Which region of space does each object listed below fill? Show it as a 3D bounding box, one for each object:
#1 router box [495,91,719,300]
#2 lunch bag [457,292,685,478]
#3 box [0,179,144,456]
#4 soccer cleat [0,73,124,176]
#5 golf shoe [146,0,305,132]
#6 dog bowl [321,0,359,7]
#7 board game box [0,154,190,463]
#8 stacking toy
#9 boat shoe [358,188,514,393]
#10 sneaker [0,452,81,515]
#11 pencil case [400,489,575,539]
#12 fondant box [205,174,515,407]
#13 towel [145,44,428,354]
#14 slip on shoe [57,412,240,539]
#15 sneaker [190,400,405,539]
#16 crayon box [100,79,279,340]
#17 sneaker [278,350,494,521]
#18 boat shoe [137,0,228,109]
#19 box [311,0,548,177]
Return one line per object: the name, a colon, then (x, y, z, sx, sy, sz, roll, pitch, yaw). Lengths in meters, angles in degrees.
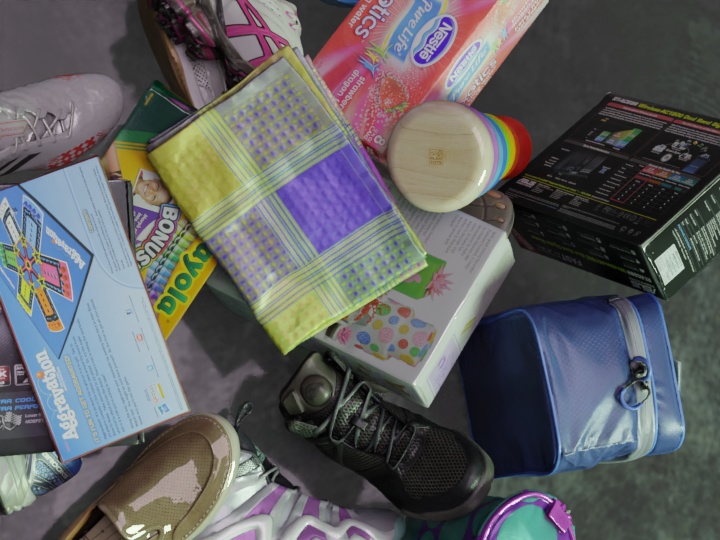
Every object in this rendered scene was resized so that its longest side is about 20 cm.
router box: (0.227, -0.065, 1.547, 0.150, 0.200, 0.062, -41, 122, -17)
lunch bag: (0.176, 0.089, 1.507, 0.132, 0.200, 0.136, -8, 87, -20)
box: (-0.263, 0.035, 1.381, 0.200, 0.050, 0.199, -3, 94, -17)
soccer cleat: (-0.273, -0.107, 1.462, 0.200, 0.085, 0.069, -19, 88, -18)
golf shoe: (-0.072, -0.171, 1.464, 0.092, 0.073, 0.200, -40, 85, -18)
dog bowl: (-0.032, -0.308, 1.582, 0.111, 0.050, 0.200, -34, 92, -18)
board game box: (-0.204, 0.028, 1.364, 0.103, 0.019, 0.200, -21, 100, -18)
stacking toy: (0.093, -0.095, 1.509, 0.085, 0.200, 0.086, 3, 97, 22)
boat shoe: (0.067, 0.025, 1.543, 0.074, 0.073, 0.200, 29, 70, 25)
sneaker: (-0.269, 0.080, 1.449, 0.085, 0.077, 0.200, -18, 97, -23)
pencil case: (0.098, 0.212, 1.466, 0.092, 0.200, 0.085, -30, 94, -18)
fondant box: (0.000, 0.000, 1.493, 0.200, 0.058, 0.144, 25, 73, 23)
towel: (-0.055, -0.052, 1.419, 0.144, 0.023, 0.200, -31, 101, 3)
slip on shoe: (-0.173, 0.187, 1.428, 0.200, 0.061, 0.076, -42, 71, 4)
sneaker: (-0.067, 0.170, 1.488, 0.200, 0.078, 0.140, -8, 85, -18)
crayon box: (-0.165, -0.032, 1.460, 0.119, 0.058, 0.200, 33, 98, -8)
sneaker: (0.008, 0.125, 1.441, 0.114, 0.199, 0.076, 37, 83, -44)
boat shoe: (-0.115, -0.148, 1.522, 0.069, 0.071, 0.200, -20, 87, -17)
box: (0.050, -0.182, 1.526, 0.103, 0.095, 0.200, 37, 87, 19)
